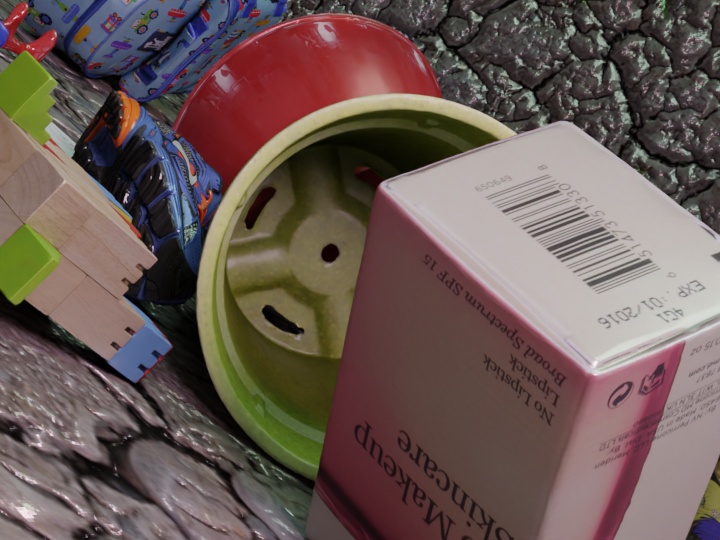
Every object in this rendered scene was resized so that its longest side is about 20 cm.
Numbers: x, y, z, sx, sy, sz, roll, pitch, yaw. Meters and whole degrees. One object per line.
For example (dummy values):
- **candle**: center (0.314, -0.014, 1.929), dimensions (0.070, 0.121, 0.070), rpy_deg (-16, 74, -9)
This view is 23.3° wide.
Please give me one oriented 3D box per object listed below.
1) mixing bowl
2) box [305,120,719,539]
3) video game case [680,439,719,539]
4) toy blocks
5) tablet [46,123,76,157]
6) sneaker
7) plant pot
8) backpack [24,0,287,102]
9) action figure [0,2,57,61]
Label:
- **mixing bowl**: center (-0.013, -0.050, 1.100), dimensions (0.200, 0.200, 0.108), rpy_deg (31, 12, -39)
- **box**: center (0.067, 0.062, 0.719), dimensions (0.109, 0.200, 0.128), rpy_deg (-20, 48, -35)
- **video game case**: center (0.139, 0.106, 0.770), dimensions (0.181, 0.036, 0.201), rpy_deg (-14, -85, 56)
- **toy blocks**: center (-0.153, -0.031, 0.809), dimensions (0.200, 0.100, 0.137), rpy_deg (44, -2, 36)
- **tablet**: center (-0.202, -0.079, 1.096), dimensions (0.200, 0.014, 0.130), rpy_deg (40, 8, 22)
- **sneaker**: center (-0.109, -0.040, 0.988), dimensions (0.078, 0.075, 0.200), rpy_deg (25, 21, -25)
- **plant pot**: center (0.000, 0.000, 0.944), dimensions (0.200, 0.201, 0.184), rpy_deg (36, 0, -15)
- **backpack**: center (-0.183, -0.233, 1.514), dimensions (0.135, 0.182, 0.200), rpy_deg (55, 24, 7)
- **action figure**: center (-0.291, -0.228, 1.280), dimensions (0.065, 0.099, 0.200), rpy_deg (40, 10, 29)
